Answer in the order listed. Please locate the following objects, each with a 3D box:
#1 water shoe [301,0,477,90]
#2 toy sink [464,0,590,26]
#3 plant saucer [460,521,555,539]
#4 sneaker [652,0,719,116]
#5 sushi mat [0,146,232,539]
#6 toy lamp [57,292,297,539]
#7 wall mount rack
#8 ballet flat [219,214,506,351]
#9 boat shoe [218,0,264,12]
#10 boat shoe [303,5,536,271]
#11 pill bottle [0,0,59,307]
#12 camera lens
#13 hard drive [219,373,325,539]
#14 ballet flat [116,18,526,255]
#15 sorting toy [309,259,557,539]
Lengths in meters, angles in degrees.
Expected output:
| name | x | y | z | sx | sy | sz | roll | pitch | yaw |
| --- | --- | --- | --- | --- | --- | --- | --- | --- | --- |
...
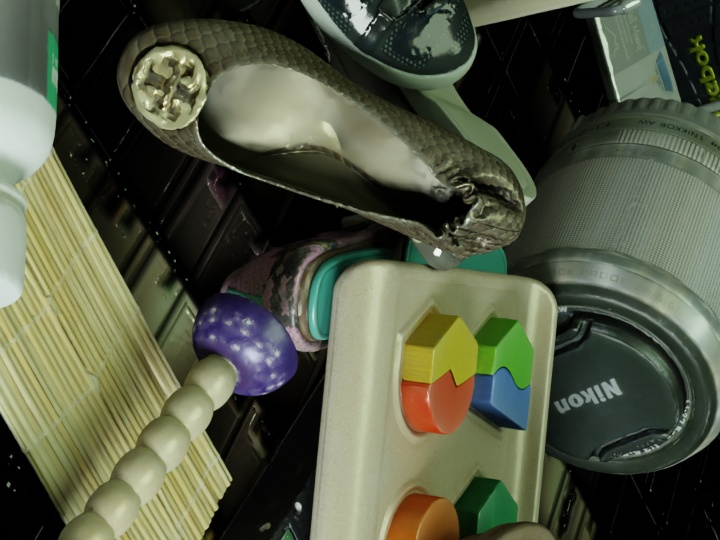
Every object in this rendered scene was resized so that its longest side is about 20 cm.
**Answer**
| name | x | y | z | sx | sy | sz | roll | pitch | yaw |
| --- | --- | --- | --- | --- | --- | --- | --- | --- | --- |
| water shoe | -0.001 | -0.167 | 0.801 | 0.072 | 0.079 | 0.201 | -48 | 112 | -29 |
| toy sink | 0.088 | -0.213 | 0.977 | 0.112 | 0.198 | 0.132 | -6 | 89 | -59 |
| plant saucer | 0.039 | 0.212 | 0.866 | 0.200 | 0.029 | 0.202 | -42 | 143 | -42 |
| sneaker | 0.261 | -0.179 | 1.377 | 0.082 | 0.073 | 0.202 | -65 | 141 | -67 |
| sushi mat | -0.118 | 0.046 | 0.756 | 0.201 | 0.012 | 0.096 | 65 | 35 | -25 |
| toy lamp | -0.098 | 0.093 | 0.718 | 0.200 | 0.058 | 0.059 | -51 | 126 | -38 |
| wall mount rack | 0.240 | -0.163 | 1.302 | 0.173 | 0.074 | 0.202 | -31 | 110 | -33 |
| ballet flat | 0.000 | 0.000 | 0.905 | 0.199 | 0.071 | 0.070 | -12 | 111 | -56 |
| boat shoe | -0.034 | -0.201 | 0.895 | 0.061 | 0.071 | 0.203 | 46 | 44 | -38 |
| boat shoe | 0.015 | -0.084 | 0.902 | 0.072 | 0.060 | 0.202 | 21 | 28 | -46 |
| pill bottle | -0.161 | -0.091 | 0.622 | 0.113 | 0.112 | 0.202 | 18 | 68 | -56 |
| camera lens | 0.163 | 0.010 | 1.087 | 0.161 | 0.159 | 0.201 | 62 | 36 | -29 |
| hard drive | -0.003 | 0.142 | 0.900 | 0.141 | 0.037 | 0.201 | 65 | 34 | -26 |
| ballet flat | -0.017 | -0.057 | 0.802 | 0.046 | 0.198 | 0.068 | -76 | -169 | -68 |
| sorting toy | 0.046 | 0.093 | 0.892 | 0.199 | 0.036 | 0.187 | 6 | 90 | -58 |
